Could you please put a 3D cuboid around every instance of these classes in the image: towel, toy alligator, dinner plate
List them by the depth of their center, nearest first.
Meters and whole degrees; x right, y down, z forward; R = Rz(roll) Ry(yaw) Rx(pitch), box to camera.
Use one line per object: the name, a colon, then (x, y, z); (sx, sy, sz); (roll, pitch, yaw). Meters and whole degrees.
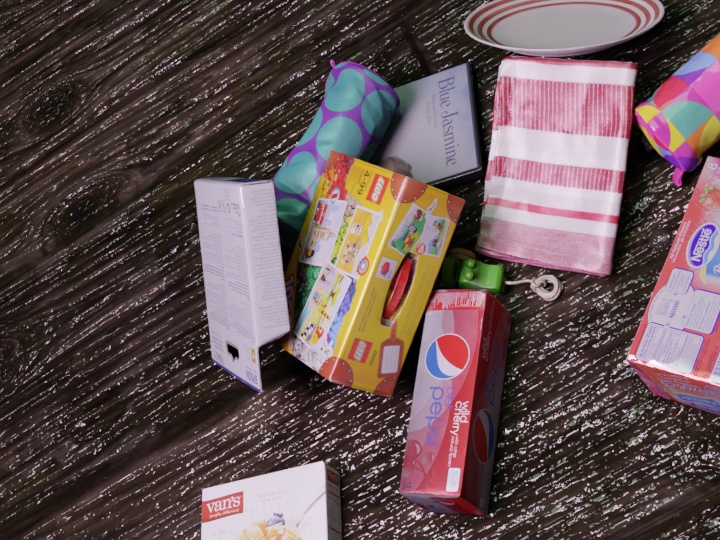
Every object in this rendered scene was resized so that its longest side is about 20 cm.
towel: (0.187, -0.103, 1.171); (0.143, 0.023, 0.201); (10, 96, 33)
toy alligator: (0.097, 0.005, 1.196); (0.199, 0.054, 0.060); (0, 66, 30)
dinner plate: (0.205, -0.248, 1.229); (0.199, 0.024, 0.200); (-5, 28, 3)

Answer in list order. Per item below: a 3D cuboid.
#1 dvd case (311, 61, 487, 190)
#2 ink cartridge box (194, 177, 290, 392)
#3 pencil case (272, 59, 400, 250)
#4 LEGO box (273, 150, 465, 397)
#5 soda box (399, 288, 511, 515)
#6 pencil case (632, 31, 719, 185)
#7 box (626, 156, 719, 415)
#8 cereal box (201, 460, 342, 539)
dvd case: (0.038, -0.136, 1.326); (0.199, 0.018, 0.143); (-16, 58, 22)
ink cartridge box: (-0.120, 0.007, 1.233); (0.196, 0.043, 0.201); (-165, 67, -68)
pencil case: (-0.039, -0.121, 1.299); (0.092, 0.085, 0.201); (27, 81, 23)
LEGO box: (0.000, 0.000, 1.184); (0.149, 0.077, 0.201); (26, 96, 56)
soda box: (0.091, 0.121, 1.131); (0.063, 0.070, 0.201); (-3, 65, 29)
pencil case: (0.345, -0.177, 1.135); (0.200, 0.088, 0.088); (-42, 53, 7)
box: (0.318, 0.017, 1.039); (0.102, 0.095, 0.201); (15, 74, 34)
cereal box: (-0.086, 0.294, 1.161); (0.143, 0.040, 0.201); (-17, 59, 22)
